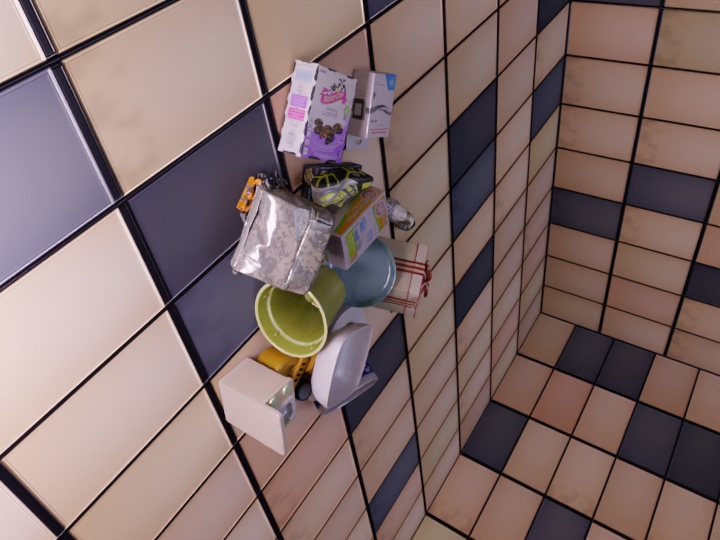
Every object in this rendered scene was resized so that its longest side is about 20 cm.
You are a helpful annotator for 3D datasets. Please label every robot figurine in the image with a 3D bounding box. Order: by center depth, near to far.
[{"bbox_3d":[-0.203,-0.137,1.341,0.200,0.057,0.147,37,74,-60],"label":"robot figurine"}]

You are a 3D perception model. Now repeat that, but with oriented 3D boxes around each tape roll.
[{"bbox_3d":[-0.066,0.189,1.751,0.202,0.070,0.206,-37,136,-46],"label":"tape roll"}]

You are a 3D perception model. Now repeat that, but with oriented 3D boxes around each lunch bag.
[{"bbox_3d":[-0.168,-0.070,1.253,0.166,0.139,0.203,15,105,-38],"label":"lunch bag"}]

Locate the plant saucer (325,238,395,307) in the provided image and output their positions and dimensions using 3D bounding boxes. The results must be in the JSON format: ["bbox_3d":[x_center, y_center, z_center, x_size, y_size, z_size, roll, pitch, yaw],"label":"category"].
[{"bbox_3d":[0.000,0.000,1.657,0.027,0.196,0.204,-73,178,-82],"label":"plant saucer"}]

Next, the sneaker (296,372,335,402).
[{"bbox_3d":[-0.147,0.314,1.623,0.199,0.088,0.082,-37,136,-3],"label":"sneaker"}]

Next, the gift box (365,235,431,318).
[{"bbox_3d":[0.113,0.036,1.774,0.185,0.183,0.204,89,13,-67],"label":"gift box"}]

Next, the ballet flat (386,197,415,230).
[{"bbox_3d":[0.123,-0.173,1.865,0.200,0.071,0.073,27,84,-60],"label":"ballet flat"}]

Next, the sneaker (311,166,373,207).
[{"bbox_3d":[-0.048,-0.202,1.472,0.198,0.075,0.078,-19,130,-41],"label":"sneaker"}]

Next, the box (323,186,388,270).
[{"bbox_3d":[-0.024,-0.117,1.520,0.200,0.100,0.114,-48,145,-33],"label":"box"}]

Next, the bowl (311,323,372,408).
[{"bbox_3d":[-0.054,0.229,1.531,0.199,0.074,0.204,-16,124,-64],"label":"bowl"}]

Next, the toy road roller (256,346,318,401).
[{"bbox_3d":[-0.177,0.223,1.534,0.146,0.121,0.203,44,69,-51],"label":"toy road roller"}]

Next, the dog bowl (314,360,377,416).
[{"bbox_3d":[-0.050,0.338,1.755,0.198,0.079,0.201,-32,165,-9],"label":"dog bowl"}]

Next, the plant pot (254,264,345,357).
[{"bbox_3d":[-0.129,0.080,1.486,0.184,0.197,0.204,-43,142,-56],"label":"plant pot"}]

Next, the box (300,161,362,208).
[{"bbox_3d":[-0.077,-0.192,1.536,0.199,0.045,0.162,-19,122,-55],"label":"box"}]

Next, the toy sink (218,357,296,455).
[{"bbox_3d":[-0.224,0.318,1.428,0.112,0.197,0.133,-38,137,-42],"label":"toy sink"}]

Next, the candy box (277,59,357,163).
[{"bbox_3d":[-0.096,-0.360,1.380,0.167,0.071,0.204,-7,113,-58],"label":"candy box"}]

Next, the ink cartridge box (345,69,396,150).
[{"bbox_3d":[0.027,-0.412,1.564,0.115,0.066,0.204,-22,125,-54],"label":"ink cartridge box"}]
